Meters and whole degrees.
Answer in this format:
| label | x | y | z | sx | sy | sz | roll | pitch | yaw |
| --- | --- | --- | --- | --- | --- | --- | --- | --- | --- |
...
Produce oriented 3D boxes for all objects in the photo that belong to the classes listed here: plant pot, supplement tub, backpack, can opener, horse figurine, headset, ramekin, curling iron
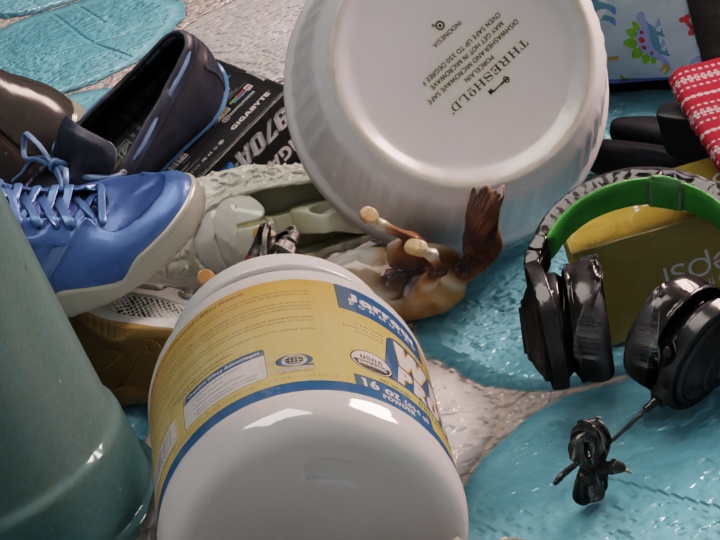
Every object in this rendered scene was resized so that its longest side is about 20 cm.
| label | x | y | z | sx | sy | sz | roll | pitch | yaw |
| --- | --- | --- | --- | --- | --- | --- | --- | --- | --- |
| plant pot | -0.230 | 0.063 | 1.354 | 0.199 | 0.197 | 0.200 | -15 | 26 | 7 |
| supplement tub | -0.030 | 0.087 | 1.224 | 0.144 | 0.145 | 0.200 | -18 | 25 | 2 |
| backpack | 0.182 | -0.209 | 1.676 | 0.199 | 0.148 | 0.183 | -5 | 26 | 33 |
| can opener | 0.194 | -0.072 | 1.493 | 0.063 | 0.079 | 0.200 | -21 | 12 | -17 |
| horse figurine | 0.000 | 0.000 | 1.449 | 0.199 | 0.132 | 0.050 | -10 | 71 | 19 |
| headset | 0.135 | 0.026 | 1.271 | 0.123 | 0.094 | 0.201 | 9 | 59 | 16 |
| ramekin | 0.054 | -0.115 | 1.479 | 0.201 | 0.203 | 0.094 | -23 | -7 | -8 |
| curling iron | -0.080 | 0.059 | 1.351 | 0.201 | 0.025 | 0.050 | -66 | 6 | -18 |

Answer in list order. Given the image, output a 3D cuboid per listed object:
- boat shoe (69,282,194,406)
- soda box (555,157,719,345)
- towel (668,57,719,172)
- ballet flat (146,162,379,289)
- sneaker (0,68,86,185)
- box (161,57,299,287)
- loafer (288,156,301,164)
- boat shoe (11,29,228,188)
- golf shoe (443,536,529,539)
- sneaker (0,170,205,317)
| label | x | y | z | sx | sy | sz | roll | pitch | yaw |
| --- | --- | --- | --- | --- | --- | --- | --- | --- | --- |
| boat shoe | -0.129 | 0.040 | 1.487 | 0.199 | 0.071 | 0.069 | 10 | 31 | 40 |
| soda box | 0.212 | -0.025 | 1.375 | 0.199 | 0.064 | 0.068 | -17 | 26 | 5 |
| towel | 0.255 | -0.075 | 1.338 | 0.144 | 0.023 | 0.200 | -13 | 29 | -2 |
| ballet flat | -0.042 | -0.034 | 1.534 | 0.199 | 0.072 | 0.072 | -15 | 24 | -11 |
| sneaker | -0.266 | -0.041 | 1.601 | 0.075 | 0.106 | 0.201 | 18 | 80 | 56 |
| box | -0.138 | -0.052 | 1.629 | 0.200 | 0.046 | 0.159 | -47 | 32 | -12 |
| loafer | 0.026 | -0.102 | 1.650 | 0.071 | 0.073 | 0.200 | -13 | 33 | 43 |
| boat shoe | -0.170 | -0.074 | 1.562 | 0.084 | 0.069 | 0.200 | 27 | 70 | 31 |
| golf shoe | 0.005 | 0.180 | 1.088 | 0.199 | 0.079 | 0.097 | -17 | 37 | -7 |
| sneaker | -0.196 | -0.030 | 1.445 | 0.199 | 0.111 | 0.077 | -23 | 33 | 14 |
